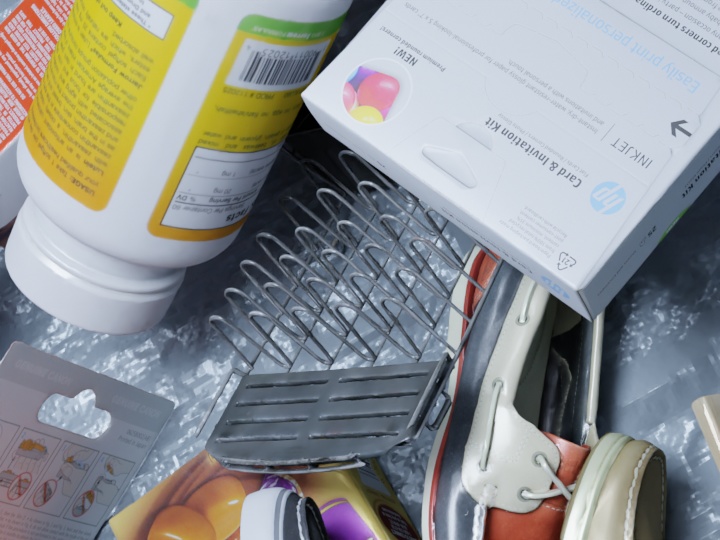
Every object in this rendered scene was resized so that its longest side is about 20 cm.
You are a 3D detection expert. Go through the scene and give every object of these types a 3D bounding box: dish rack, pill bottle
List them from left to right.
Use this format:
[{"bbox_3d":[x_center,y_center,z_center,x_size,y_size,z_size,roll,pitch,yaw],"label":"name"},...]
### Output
[{"bbox_3d":[-0.089,-0.072,1.000,0.111,0.111,0.200,46,123,30],"label":"pill bottle"},{"bbox_3d":[0.000,0.000,0.986,0.153,0.055,0.200,-8,45,46],"label":"dish rack"}]

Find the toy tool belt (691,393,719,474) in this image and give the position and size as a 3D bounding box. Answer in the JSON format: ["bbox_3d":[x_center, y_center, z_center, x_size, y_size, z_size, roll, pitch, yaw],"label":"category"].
[{"bbox_3d":[0.229,0.099,0.848,0.123,0.200,0.125,-96,20,-49],"label":"toy tool belt"}]

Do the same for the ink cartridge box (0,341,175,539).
[{"bbox_3d":[-0.187,0.126,1.035,0.057,0.163,0.200,26,88,26],"label":"ink cartridge box"}]

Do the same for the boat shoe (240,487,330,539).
[{"bbox_3d":[0.004,0.179,0.916,0.066,0.070,0.200,-20,67,11],"label":"boat shoe"}]

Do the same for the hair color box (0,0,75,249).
[{"bbox_3d":[-0.122,-0.098,1.097,0.200,0.111,0.064,-44,59,10],"label":"hair color box"}]

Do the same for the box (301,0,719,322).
[{"bbox_3d":[0.098,-0.101,0.921,0.156,0.041,0.200,36,81,26],"label":"box"}]

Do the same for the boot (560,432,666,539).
[{"bbox_3d":[0.156,0.168,0.902,0.155,0.072,0.200,-1,78,26],"label":"boot"}]

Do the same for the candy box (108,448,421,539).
[{"bbox_3d":[-0.018,0.164,1.000,0.117,0.056,0.200,-38,63,12],"label":"candy box"}]

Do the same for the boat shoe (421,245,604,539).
[{"bbox_3d":[0.074,0.075,0.966,0.063,0.071,0.200,-14,62,43],"label":"boat shoe"}]
